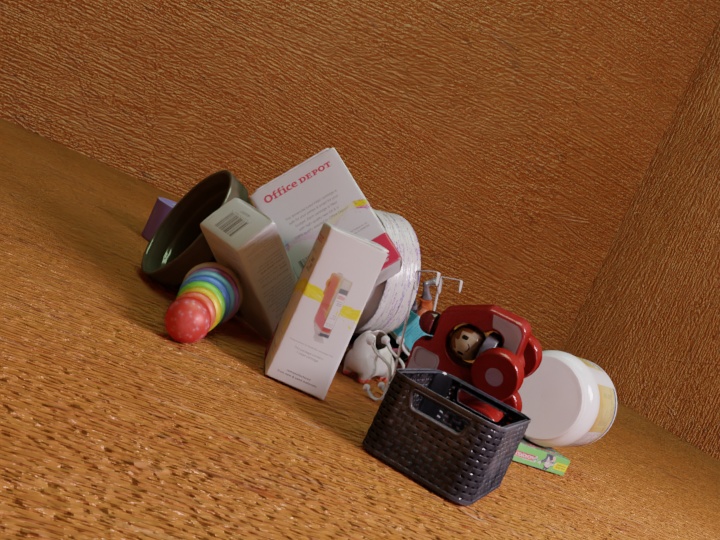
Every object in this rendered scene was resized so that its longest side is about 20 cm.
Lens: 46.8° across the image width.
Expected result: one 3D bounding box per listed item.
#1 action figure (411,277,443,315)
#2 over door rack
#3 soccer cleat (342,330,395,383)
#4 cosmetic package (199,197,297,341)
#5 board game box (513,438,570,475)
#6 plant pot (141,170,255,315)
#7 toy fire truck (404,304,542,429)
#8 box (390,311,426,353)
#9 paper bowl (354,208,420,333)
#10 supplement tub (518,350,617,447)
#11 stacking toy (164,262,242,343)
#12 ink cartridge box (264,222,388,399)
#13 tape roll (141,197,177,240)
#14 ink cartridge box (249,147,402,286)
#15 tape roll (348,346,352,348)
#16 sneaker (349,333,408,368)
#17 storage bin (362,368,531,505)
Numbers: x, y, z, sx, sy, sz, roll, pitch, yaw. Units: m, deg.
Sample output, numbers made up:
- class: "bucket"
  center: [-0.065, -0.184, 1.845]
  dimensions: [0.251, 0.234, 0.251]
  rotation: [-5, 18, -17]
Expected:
- class: "action figure"
  center: [0.089, 0.096, 1.542]
  dimensions: [0.104, 0.194, 0.201]
  rotation: [4, 47, -29]
- class: "over door rack"
  center: [0.070, 0.089, 1.228]
  dimensions: [0.066, 0.201, 0.148]
  rotation: [25, 5, 20]
- class: "soccer cleat"
  center: [0.026, 0.132, 1.323]
  dimensions: [0.069, 0.078, 0.200]
  rotation: [26, 3, 13]
- class: "cosmetic package"
  center: [-0.144, 0.007, 1.183]
  dimensions: [0.101, 0.074, 0.201]
  rotation: [33, -27, 41]
- class: "board game box"
  center: [0.207, 0.250, 1.269]
  dimensions: [0.199, 0.029, 0.134]
  rotation: [24, 5, -32]
- class: "plant pot"
  center: [-0.209, -0.026, 1.298]
  dimensions: [0.173, 0.200, 0.200]
  rotation: [41, -5, -29]
- class: "toy fire truck"
  center: [0.139, 0.135, 1.118]
  dimensions: [0.167, 0.201, 0.112]
  rotation: [25, 23, 21]
- class: "box"
  center: [0.123, 0.150, 1.380]
  dimensions: [0.200, 0.049, 0.082]
  rotation: [50, -6, -21]
- class: "paper bowl"
  center: [0.000, 0.000, 1.341]
  dimensions: [0.104, 0.202, 0.200]
  rotation: [8, 12, -31]
- class: "supplement tub"
  center: [0.309, 0.201, 1.295]
  dimensions: [0.144, 0.145, 0.200]
  rotation: [27, 3, 30]
- class: "stacking toy"
  center: [-0.199, 0.045, 1.046]
  dimensions: [0.085, 0.086, 0.200]
  rotation: [25, 8, -6]
- class: "ink cartridge box"
  center: [-0.048, 0.044, 1.075]
  dimensions: [0.083, 0.201, 0.145]
  rotation: [24, 3, -8]
- class: "tape roll"
  center: [-0.345, -0.073, 1.730]
  dimensions: [0.199, 0.085, 0.200]
  rotation: [26, 3, -1]
- class: "ink cartridge box"
  center: [-0.049, -0.055, 1.226]
  dimensions: [0.201, 0.147, 0.086]
  rotation: [60, -4, 15]
- class: "tape roll"
  center: [-0.063, 0.081, 1.594]
  dimensions: [0.199, 0.066, 0.200]
  rotation: [25, 3, -2]
- class: "sneaker"
  center: [0.008, 0.102, 1.442]
  dimensions: [0.199, 0.079, 0.095]
  rotation: [24, -24, -2]
- class: "storage bin"
  center: [0.104, 0.185, 0.956]
  dimensions: [0.135, 0.094, 0.200]
  rotation: [26, 2, 22]
